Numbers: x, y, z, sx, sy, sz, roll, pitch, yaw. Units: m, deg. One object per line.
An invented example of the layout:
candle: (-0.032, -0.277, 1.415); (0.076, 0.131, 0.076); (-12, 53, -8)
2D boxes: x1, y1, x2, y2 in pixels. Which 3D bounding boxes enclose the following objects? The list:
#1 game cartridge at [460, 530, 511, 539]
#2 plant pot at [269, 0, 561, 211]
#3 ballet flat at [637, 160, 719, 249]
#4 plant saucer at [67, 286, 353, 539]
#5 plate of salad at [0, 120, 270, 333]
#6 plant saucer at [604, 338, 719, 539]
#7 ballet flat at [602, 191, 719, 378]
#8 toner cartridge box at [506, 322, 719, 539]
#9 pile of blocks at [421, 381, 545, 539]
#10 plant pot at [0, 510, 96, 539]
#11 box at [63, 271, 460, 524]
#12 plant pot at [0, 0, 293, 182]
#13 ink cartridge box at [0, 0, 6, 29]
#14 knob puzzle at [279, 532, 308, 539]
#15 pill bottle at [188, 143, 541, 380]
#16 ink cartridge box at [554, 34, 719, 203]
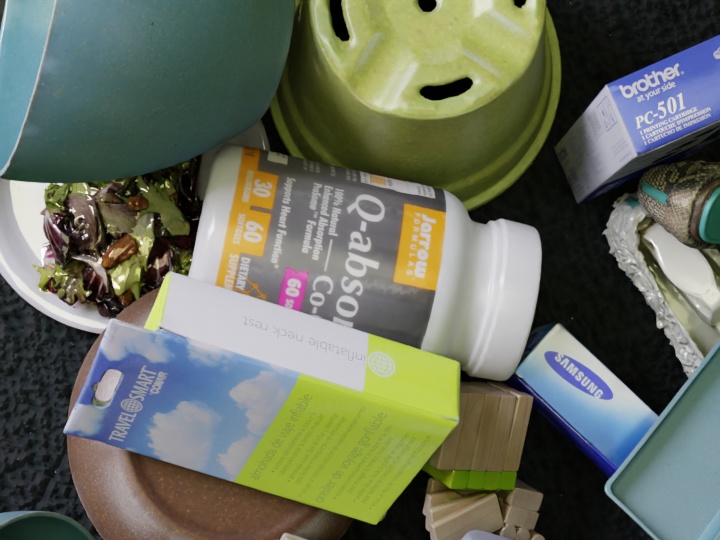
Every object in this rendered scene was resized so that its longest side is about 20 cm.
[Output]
game cartridge: (0.097, 0.241, 0.822); (0.200, 0.042, 0.133); (40, 91, -29)
plant pot: (0.036, -0.138, 0.826); (0.197, 0.184, 0.204); (0, 87, -1)
ballet flat: (0.251, -0.046, 0.865); (0.198, 0.075, 0.069); (2, 112, -36)
plant saucer: (-0.080, 0.099, 0.853); (0.198, 0.037, 0.203); (3, 78, -16)
plate of salad: (-0.155, -0.060, 0.888); (0.197, 0.048, 0.203); (0, 86, -1)
plant saucer: (0.222, 0.082, 0.813); (0.070, 0.019, 0.200); (43, 68, 2)
ballet flat: (0.226, 0.034, 0.875); (0.072, 0.072, 0.201); (-40, 88, -3)
toner cartridge box: (0.175, 0.116, 0.854); (0.200, 0.095, 0.043); (43, 86, 2)
pile of blocks: (0.070, 0.156, 0.846); (0.081, 0.062, 0.203); (-19, 108, -22)
plant pot: (-0.248, 0.241, 0.809); (0.133, 0.200, 0.203); (-2, 86, 24)
box: (-0.056, 0.074, 0.781); (0.198, 0.122, 0.048); (18, 47, -13)
plant pot: (-0.114, -0.138, 0.747); (0.133, 0.200, 0.203); (11, 86, -22)
ink cartridge box: (-0.256, -0.157, 0.859); (0.067, 0.116, 0.202); (29, 85, 4)
knob puzzle: (0.000, 0.276, 0.866); (0.216, 0.030, 0.223); (-2, 102, -7)
pill bottle: (0.000, 0.000, 0.816); (0.197, 0.116, 0.118); (11, 86, -6)
ink cartridge box: (0.177, -0.089, 0.814); (0.093, 0.200, 0.045); (-23, 86, -2)
